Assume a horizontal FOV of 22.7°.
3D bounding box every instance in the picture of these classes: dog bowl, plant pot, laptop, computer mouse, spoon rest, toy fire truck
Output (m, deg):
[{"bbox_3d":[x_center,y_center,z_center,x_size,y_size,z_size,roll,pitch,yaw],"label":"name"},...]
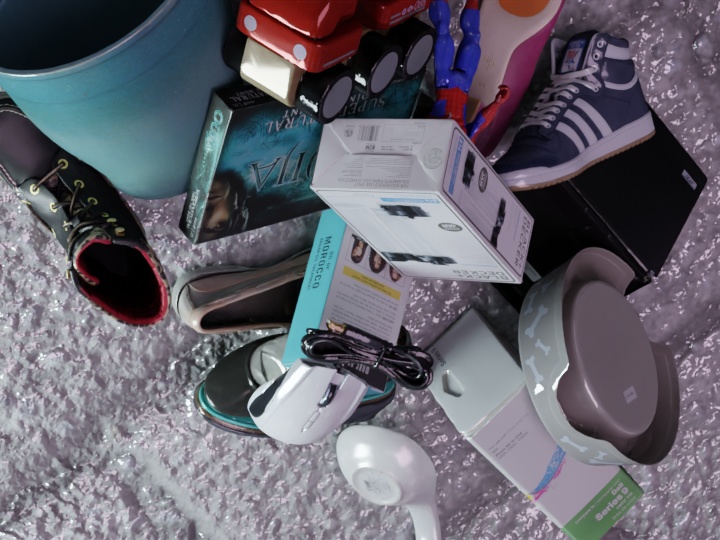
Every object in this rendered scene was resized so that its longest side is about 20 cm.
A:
[{"bbox_3d":[0.214,0.084,1.618,0.058,0.201,0.200,-20,130,35],"label":"dog bowl"},{"bbox_3d":[-0.178,-0.162,1.390,0.199,0.200,0.189,-32,136,-3],"label":"plant pot"},{"bbox_3d":[0.203,-0.062,1.682,0.199,0.104,0.177,-29,125,25],"label":"laptop"},{"bbox_3d":[-0.031,0.105,1.488,0.109,0.044,0.200,18,146,-21],"label":"computer mouse"},{"bbox_3d":[0.038,0.219,1.723,0.098,0.061,0.201,1,129,28],"label":"spoon rest"},{"bbox_3d":[0.009,-0.224,1.321,0.176,0.128,0.201,-32,147,-48],"label":"toy fire truck"}]

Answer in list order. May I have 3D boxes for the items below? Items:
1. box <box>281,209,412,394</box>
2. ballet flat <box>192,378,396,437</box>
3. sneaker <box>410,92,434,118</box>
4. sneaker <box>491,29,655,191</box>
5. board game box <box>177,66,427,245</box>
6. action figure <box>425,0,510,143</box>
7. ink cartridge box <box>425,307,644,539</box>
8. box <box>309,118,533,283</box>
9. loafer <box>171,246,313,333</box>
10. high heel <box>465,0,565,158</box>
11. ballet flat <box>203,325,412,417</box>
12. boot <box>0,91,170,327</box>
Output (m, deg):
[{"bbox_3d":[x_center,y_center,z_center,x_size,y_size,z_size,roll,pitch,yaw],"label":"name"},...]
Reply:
[{"bbox_3d":[0.000,0.000,1.552,0.082,0.049,0.202,25,70,-29],"label":"box"},{"bbox_3d":[-0.063,0.123,1.640,0.198,0.073,0.074,-6,117,-24],"label":"ballet flat"},{"bbox_3d":[0.001,-0.189,1.504,0.198,0.076,0.115,27,109,-24],"label":"sneaker"},{"bbox_3d":[0.172,-0.141,1.547,0.199,0.070,0.110,-25,107,-38],"label":"sneaker"},{"bbox_3d":[-0.045,-0.098,1.429,0.199,0.028,0.136,-17,140,-37],"label":"board game box"},{"bbox_3d":[0.088,-0.168,1.488,0.065,0.099,0.202,9,85,-22],"label":"action figure"},{"bbox_3d":[0.157,0.149,1.687,0.088,0.145,0.200,-45,121,5],"label":"ink cartridge box"},{"bbox_3d":[0.054,-0.053,1.445,0.200,0.115,0.061,43,54,-59],"label":"box"},{"bbox_3d":[-0.065,0.026,1.591,0.198,0.063,0.073,-8,118,-17],"label":"loafer"},{"bbox_3d":[0.136,-0.190,1.579,0.202,0.067,0.096,-65,158,-2],"label":"high heel"},{"bbox_3d":[-0.042,0.077,1.590,0.198,0.069,0.068,-13,161,-26],"label":"ballet flat"},{"bbox_3d":[-0.229,-0.046,1.442,0.073,0.151,0.200,-37,122,0],"label":"boot"}]
